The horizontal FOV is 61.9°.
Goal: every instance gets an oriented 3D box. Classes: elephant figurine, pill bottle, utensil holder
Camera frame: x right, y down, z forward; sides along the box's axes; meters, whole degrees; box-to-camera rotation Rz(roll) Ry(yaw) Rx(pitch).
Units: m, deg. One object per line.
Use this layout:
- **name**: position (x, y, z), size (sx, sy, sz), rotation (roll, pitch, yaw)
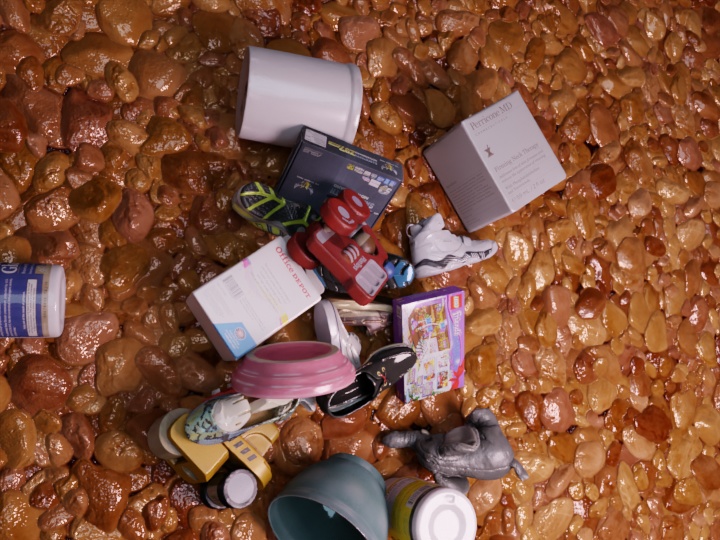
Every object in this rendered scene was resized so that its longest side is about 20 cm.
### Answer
- **elephant figurine**: position (0.168, 0.339, 1.095), size (0.198, 0.155, 0.143), rotation (-6, 73, -31)
- **pill bottle**: position (0.100, 0.416, 1.024), size (0.113, 0.200, 0.116), rotation (4, 78, -21)
- **pill bottle**: position (-0.546, 0.044, 0.879), size (0.198, 0.111, 0.112), rotation (1, 80, -22)
- **utensil holder**: position (-0.116, -0.306, 1.086), size (0.198, 0.170, 0.172), rotation (6, 78, -19)

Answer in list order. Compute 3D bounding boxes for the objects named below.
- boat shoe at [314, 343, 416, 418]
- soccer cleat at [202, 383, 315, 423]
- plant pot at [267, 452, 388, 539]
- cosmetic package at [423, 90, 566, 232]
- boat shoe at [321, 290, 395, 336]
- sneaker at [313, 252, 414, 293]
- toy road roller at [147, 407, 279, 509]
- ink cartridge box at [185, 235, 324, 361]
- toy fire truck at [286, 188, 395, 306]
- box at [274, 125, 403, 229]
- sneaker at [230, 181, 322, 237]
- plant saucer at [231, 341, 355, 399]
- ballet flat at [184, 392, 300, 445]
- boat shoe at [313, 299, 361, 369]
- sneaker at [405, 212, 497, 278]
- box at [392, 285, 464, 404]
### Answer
- **boat shoe**: position (0.019, 0.192, 1.042), size (0.200, 0.063, 0.074), rotation (-24, 111, -20)
- **soccer cleat**: position (-0.167, 0.224, 1.025), size (0.198, 0.069, 0.086), rotation (-8, 79, -28)
- **plant pot**: position (-0.034, 0.392, 0.995), size (0.201, 0.200, 0.134), rotation (48, 41, -7)
- **cosmetic package**: position (0.269, -0.216, 1.225), size (0.167, 0.166, 0.201), rotation (-32, 92, -23)
- **boat shoe**: position (0.017, 0.087, 1.129), size (0.198, 0.072, 0.073), rotation (8, 102, -23)
- **sneaker**: position (0.000, 0.000, 1.135), size (0.198, 0.082, 0.074), rotation (5, 103, -4)
- **toy road roller**: position (-0.225, 0.279, 0.967), size (0.200, 0.123, 0.146), rotation (47, 53, -9)
- **ink cartridge box**: position (-0.173, 0.044, 1.021), size (0.199, 0.125, 0.129), rotation (-34, 94, -23)
- **toy fire truck**: position (-0.016, -0.035, 1.019), size (0.168, 0.112, 0.200), rotation (47, 25, -2)
- **box**: position (-0.043, -0.157, 1.093), size (0.198, 0.158, 0.051), rotation (19, 46, -18)
- **sneaker**: position (-0.145, -0.096, 1.092), size (0.199, 0.076, 0.076), rotation (35, 67, -33)
- **plant saucer**: position (-0.107, 0.153, 0.962), size (0.198, 0.200, 0.051), rotation (-4, 95, -22)
- **ballet flat**: position (-0.172, 0.211, 0.924), size (0.199, 0.074, 0.075), rotation (-11, 84, -47)
- **boat shoe**: position (-0.030, 0.142, 1.077), size (0.065, 0.072, 0.202), rotation (-20, 101, -25)
- **sneaker**: position (0.182, -0.061, 1.211), size (0.198, 0.075, 0.116), rotation (-16, 89, -20)
- **box**: position (0.130, 0.139, 1.132), size (0.135, 0.039, 0.202), rotation (-11, 109, -23)
